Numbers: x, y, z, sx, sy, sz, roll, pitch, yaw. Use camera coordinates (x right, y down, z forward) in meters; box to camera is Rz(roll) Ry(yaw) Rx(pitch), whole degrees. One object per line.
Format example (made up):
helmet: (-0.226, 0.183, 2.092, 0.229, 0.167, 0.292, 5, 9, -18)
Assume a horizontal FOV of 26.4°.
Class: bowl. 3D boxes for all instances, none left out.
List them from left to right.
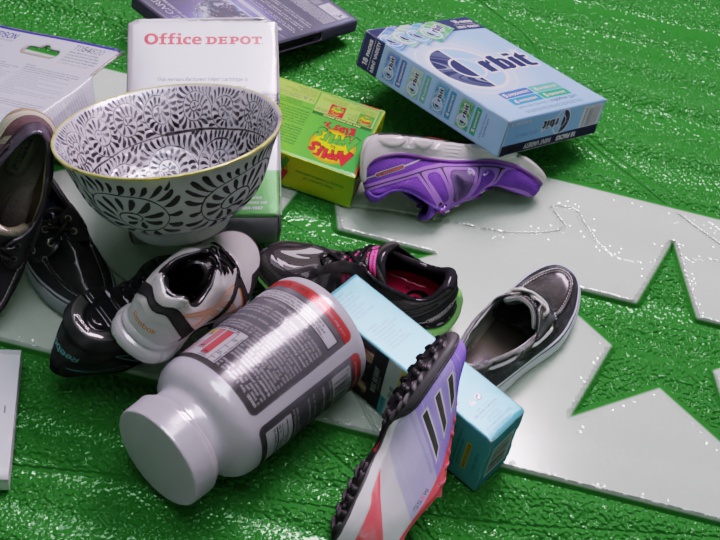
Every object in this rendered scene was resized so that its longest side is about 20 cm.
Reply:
bowl: (-0.161, -0.082, 1.333, 0.200, 0.095, 0.201, -5, 28, 2)

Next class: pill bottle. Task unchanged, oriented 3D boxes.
pill bottle: (-0.100, 0.102, 1.305, 0.116, 0.116, 0.200, 39, 55, 21)

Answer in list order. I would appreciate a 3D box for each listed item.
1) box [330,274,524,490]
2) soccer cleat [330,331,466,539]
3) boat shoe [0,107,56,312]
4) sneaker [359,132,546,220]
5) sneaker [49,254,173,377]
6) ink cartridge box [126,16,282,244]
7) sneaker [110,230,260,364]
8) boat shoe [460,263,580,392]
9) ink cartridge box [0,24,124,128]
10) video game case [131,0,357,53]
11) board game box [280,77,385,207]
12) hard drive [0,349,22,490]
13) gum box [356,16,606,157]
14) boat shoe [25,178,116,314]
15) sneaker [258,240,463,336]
box: (0.047, 0.098, 1.356, 0.200, 0.082, 0.049, 38, 54, 21)
soccer cleat: (0.048, 0.148, 1.279, 0.073, 0.068, 0.201, 27, 89, -7)
boat shoe: (-0.315, -0.042, 1.343, 0.072, 0.201, 0.065, 20, 9, -17)
sneaker: (0.089, -0.090, 1.536, 0.199, 0.084, 0.081, 4, 5, -21)
sneaker: (-0.197, 0.042, 1.366, 0.200, 0.079, 0.076, -17, 62, -49)
ink cartridge box: (-0.148, -0.132, 1.461, 0.145, 0.084, 0.201, 0, 72, -3)
sneaker: (-0.133, 0.010, 1.327, 0.074, 0.080, 0.200, 40, 33, 2)
boat shoe: (0.149, 0.051, 1.419, 0.072, 0.071, 0.200, 31, 52, 16)
ink cartridge box: (-0.352, -0.158, 1.473, 0.199, 0.041, 0.200, 17, 47, 38)
video game case: (-0.122, -0.274, 1.637, 0.200, 0.019, 0.143, -24, 51, -38)
board game box: (-0.086, -0.144, 1.553, 0.199, 0.048, 0.102, 19, 51, 6)
hard drive: (-0.392, 0.122, 1.296, 0.199, 0.026, 0.132, 3, 51, -9)
gum box: (0.124, -0.193, 1.580, 0.200, 0.045, 0.170, 36, 34, 31)
boat shoe: (-0.288, -0.036, 1.423, 0.068, 0.057, 0.200, -24, 59, -27)
sneaker: (0.000, 0.000, 1.427, 0.199, 0.084, 0.077, 10, 49, -2)
